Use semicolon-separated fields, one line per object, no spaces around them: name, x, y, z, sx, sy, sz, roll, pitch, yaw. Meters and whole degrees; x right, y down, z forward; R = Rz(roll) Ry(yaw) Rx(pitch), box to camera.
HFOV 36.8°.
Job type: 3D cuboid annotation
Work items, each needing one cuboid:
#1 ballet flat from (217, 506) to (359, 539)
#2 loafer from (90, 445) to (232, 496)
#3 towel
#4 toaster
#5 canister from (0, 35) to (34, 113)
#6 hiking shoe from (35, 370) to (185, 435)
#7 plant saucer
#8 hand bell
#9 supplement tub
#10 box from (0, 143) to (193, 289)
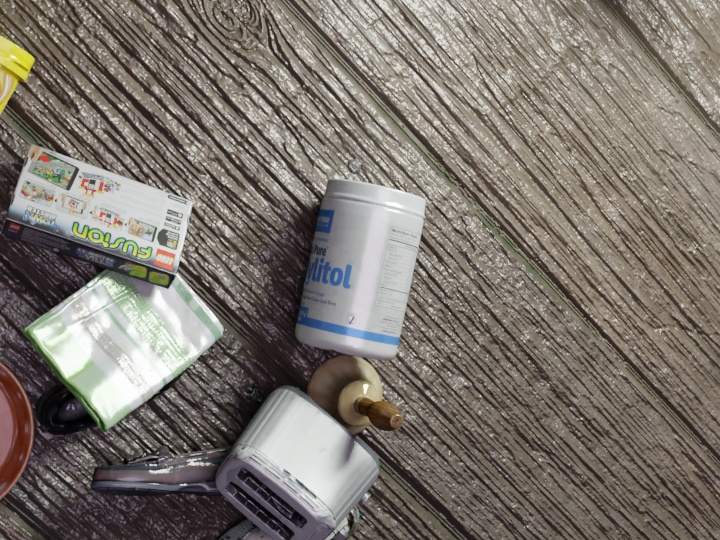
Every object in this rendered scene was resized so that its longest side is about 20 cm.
ballet flat;-0.091;0.330;1.341;0.198;0.072;0.073;-18;98;-16
loafer;-0.225;0.238;1.302;0.197;0.072;0.064;6;71;-24
towel;-0.263;0.068;1.230;0.150;0.031;0.200;49;48;0
toaster;-0.082;0.233;1.284;0.200;0.114;0.129;41;42;-1
canister;-0.471;-0.183;1.186;0.147;0.086;0.202;29;85;-18
hiking shoe;-0.278;0.138;1.254;0.199;0.101;0.076;-31;103;-14
plant saucer;-0.473;0.183;1.229;0.197;0.032;0.204;-1;92;-17
hand bell;0.009;0.166;1.297;0.103;0.200;0.106;-1;93;-18
supplement tub;0.000;0.000;1.323;0.130;0.132;0.203;11;88;-18
box;-0.300;-0.062;1.245;0.198;0.035;0.111;20;54;-18
